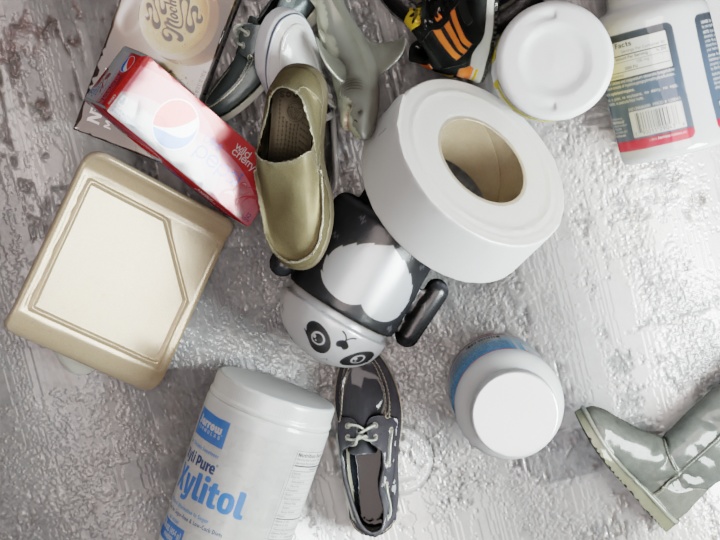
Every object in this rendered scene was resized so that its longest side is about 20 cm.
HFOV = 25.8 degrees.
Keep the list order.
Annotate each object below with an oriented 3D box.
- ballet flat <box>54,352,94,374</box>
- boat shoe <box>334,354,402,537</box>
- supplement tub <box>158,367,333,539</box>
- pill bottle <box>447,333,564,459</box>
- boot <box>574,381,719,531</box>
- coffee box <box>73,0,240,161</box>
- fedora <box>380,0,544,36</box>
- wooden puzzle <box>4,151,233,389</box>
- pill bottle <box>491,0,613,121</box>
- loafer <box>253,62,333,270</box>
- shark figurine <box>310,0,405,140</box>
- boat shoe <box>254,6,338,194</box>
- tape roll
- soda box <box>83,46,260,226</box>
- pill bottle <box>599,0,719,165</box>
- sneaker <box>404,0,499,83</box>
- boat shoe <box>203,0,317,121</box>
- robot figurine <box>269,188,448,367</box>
[{"bbox_3d":[-0.291,0.011,1.629,0.069,0.069,0.201,7,95,-1],"label":"ballet flat"},{"bbox_3d":[0.010,0.180,1.643,0.072,0.063,0.201,-3,94,0],"label":"boat shoe"},{"bbox_3d":[-0.117,0.213,1.605,0.131,0.132,0.201,18,94,-1],"label":"supplement tub"},{"bbox_3d":[0.145,0.127,1.570,0.108,0.200,0.109,0,94,0],"label":"pill bottle"},{"bbox_3d":[0.346,0.153,1.638,0.200,0.073,0.182,-41,107,9],"label":"boot"},{"bbox_3d":[-0.203,-0.216,1.602,0.112,0.080,0.201,21,94,-5],"label":"coffee box"},{"bbox_3d":[0.104,-0.324,1.587,0.199,0.092,0.202,0,95,0],"label":"fedora"},{"bbox_3d":[-0.245,0.002,1.601,0.185,0.037,0.201,28,88,-34],"label":"wooden puzzle"},{"bbox_3d":[0.183,-0.201,1.543,0.111,0.200,0.112,0,95,2],"label":"pill bottle"},{"bbox_3d":[-0.070,-0.098,1.518,0.076,0.067,0.201,1,100,20],"label":"loafer"},{"bbox_3d":[-0.003,-0.237,1.566,0.089,0.128,0.216,-16,91,4],"label":"shark figurine"},{"bbox_3d":[-0.052,-0.166,1.576,0.073,0.065,0.201,-32,129,-27],"label":"boat shoe"},{"bbox_3d":[0.101,-0.090,1.555,0.202,0.203,0.071,41,134,-3],"label":"tape roll"},{"bbox_3d":[-0.170,-0.129,1.539,0.200,0.063,0.070,40,83,-34],"label":"soda box"},{"bbox_3d":[0.300,-0.216,1.584,0.119,0.120,0.201,-13,94,1],"label":"pill bottle"},{"bbox_3d":[0.087,-0.246,1.530,0.089,0.200,0.070,6,68,2],"label":"sneaker"},{"bbox_3d":[-0.103,-0.239,1.598,0.062,0.073,0.200,40,86,-29],"label":"boat shoe"},{"bbox_3d":[0.001,0.001,1.597,0.150,0.125,0.201,32,94,23],"label":"robot figurine"}]
